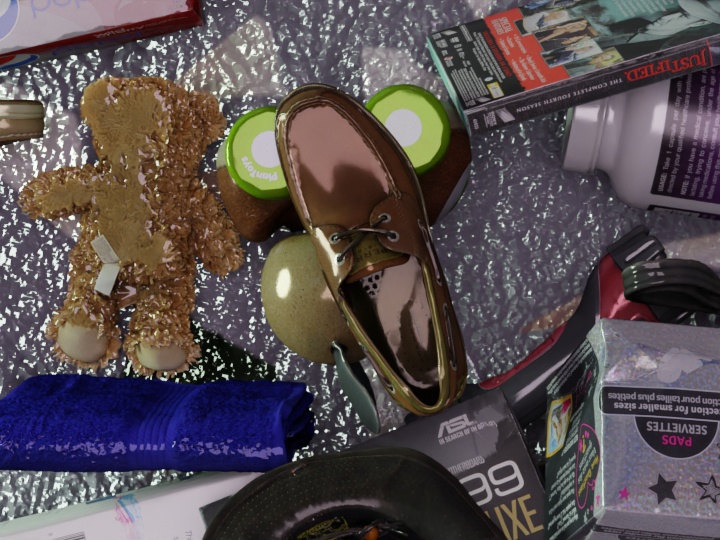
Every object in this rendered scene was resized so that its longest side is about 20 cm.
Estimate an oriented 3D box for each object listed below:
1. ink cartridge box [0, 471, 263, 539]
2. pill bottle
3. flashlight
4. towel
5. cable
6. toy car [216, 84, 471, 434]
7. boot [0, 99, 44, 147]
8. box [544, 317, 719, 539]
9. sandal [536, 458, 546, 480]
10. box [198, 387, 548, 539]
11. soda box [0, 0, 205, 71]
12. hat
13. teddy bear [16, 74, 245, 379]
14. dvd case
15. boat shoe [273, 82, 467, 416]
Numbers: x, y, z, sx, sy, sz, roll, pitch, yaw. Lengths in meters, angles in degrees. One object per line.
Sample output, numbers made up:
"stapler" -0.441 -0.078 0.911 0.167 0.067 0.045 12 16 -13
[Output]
"ink cartridge box" -0.128 0.211 1.315 0.200 0.088 0.146 -15 89 2
"pill bottle" 0.231 -0.087 1.293 0.200 0.112 0.113 9 89 2
"flashlight" 0.120 0.054 1.323 0.200 0.068 0.068 -36 85 6
"towel" -0.132 0.093 1.284 0.200 0.148 0.050 -1 93 5
"cable" 0.235 0.007 1.280 0.200 0.097 0.050 9 76 -26
"toy car" 0.000 0.000 1.272 0.158 0.164 0.200 -9 87 2
"boot" -0.282 -0.023 1.331 0.200 0.072 0.155 -15 88 10
"box" 0.215 0.106 1.164 0.200 0.132 0.115 4 70 -8
"sandal" 0.149 0.140 1.325 0.201 0.057 0.080 -37 83 -14
"box" 0.024 0.180 1.228 0.200 0.050 0.158 -21 71 -1
"soda box" -0.205 -0.171 1.332 0.200 0.070 0.064 -13 88 2
"hat" 0.002 0.201 1.155 0.200 0.081 0.201 -3 55 5
"teddy bear" -0.145 -0.027 1.338 0.145 0.067 0.200 -9 95 11
"dvd case" 0.148 -0.142 1.263 0.200 0.146 0.022 -18 116 0
"boat shoe" 0.011 -0.013 1.164 0.072 0.068 0.200 -27 98 7
